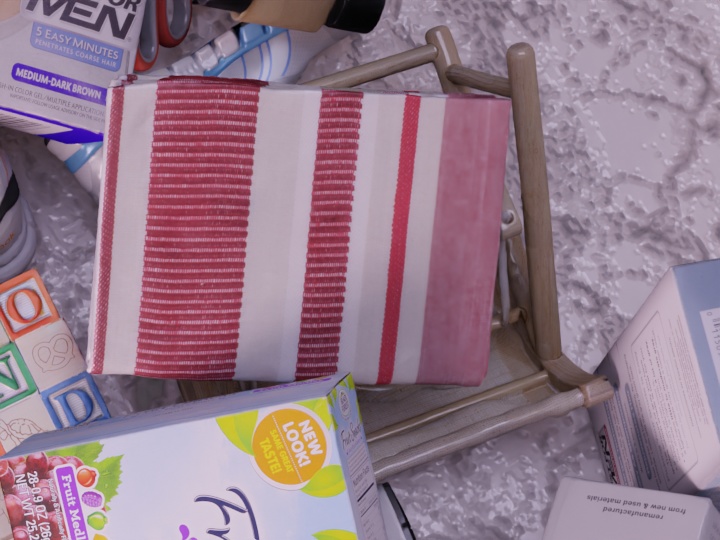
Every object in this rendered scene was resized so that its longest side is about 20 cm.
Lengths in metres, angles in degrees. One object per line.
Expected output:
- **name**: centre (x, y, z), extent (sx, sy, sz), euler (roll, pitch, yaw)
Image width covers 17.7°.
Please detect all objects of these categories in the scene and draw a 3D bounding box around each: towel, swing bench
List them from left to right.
- **towel**: centre (-0.028, -0.017, 1.101), extent (0.198, 0.023, 0.145), euler (2, 101, -16)
- **swing bench**: centre (0.000, 0.000, 1.192), extent (0.197, 0.130, 0.202), euler (-18, 105, -15)

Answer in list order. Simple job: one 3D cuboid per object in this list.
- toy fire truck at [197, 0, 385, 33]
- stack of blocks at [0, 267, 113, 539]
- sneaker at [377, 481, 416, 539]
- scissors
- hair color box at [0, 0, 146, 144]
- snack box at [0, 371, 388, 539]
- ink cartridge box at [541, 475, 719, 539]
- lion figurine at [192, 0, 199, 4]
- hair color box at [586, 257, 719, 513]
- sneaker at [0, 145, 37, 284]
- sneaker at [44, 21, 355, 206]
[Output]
- **toy fire truck**: centre (-0.013, -0.246, 1.210), extent (0.128, 0.177, 0.201), euler (6, 49, -22)
- **stack of blocks**: centre (-0.228, 0.097, 1.160), extent (0.199, 0.059, 0.116), euler (-27, 86, -16)
- **sneaker**: centre (0.014, 0.216, 1.167), extent (0.087, 0.076, 0.201), euler (-23, 71, 0)
- **scissors**: centre (-0.106, -0.207, 1.213), extent (0.014, 0.073, 0.202), euler (9, 106, 23)
- **hair color box**: centre (-0.161, -0.174, 1.158), extent (0.109, 0.065, 0.202), euler (14, 81, -35)
- **snack box**: centre (-0.066, 0.164, 1.099), extent (0.167, 0.068, 0.202), euler (-11, 97, 12)
- **ink cartridge box**: centre (0.129, 0.224, 1.117), extent (0.087, 0.145, 0.201), euler (6, 61, 33)
- **lion figurine**: centre (-0.075, -0.229, 1.312), extent (0.199, 0.073, 0.123), euler (-20, 66, -29)
- **hair color box**: centre (0.170, 0.072, 1.161), extent (0.060, 0.200, 0.100), euler (-9, 72, -11)
- **sneaker**: centre (-0.233, -0.087, 1.217), extent (0.073, 0.080, 0.200), euler (-32, 68, -16)
- **sneaker**: centre (-0.070, -0.085, 1.261), extent (0.199, 0.075, 0.087), euler (-32, 95, -17)
